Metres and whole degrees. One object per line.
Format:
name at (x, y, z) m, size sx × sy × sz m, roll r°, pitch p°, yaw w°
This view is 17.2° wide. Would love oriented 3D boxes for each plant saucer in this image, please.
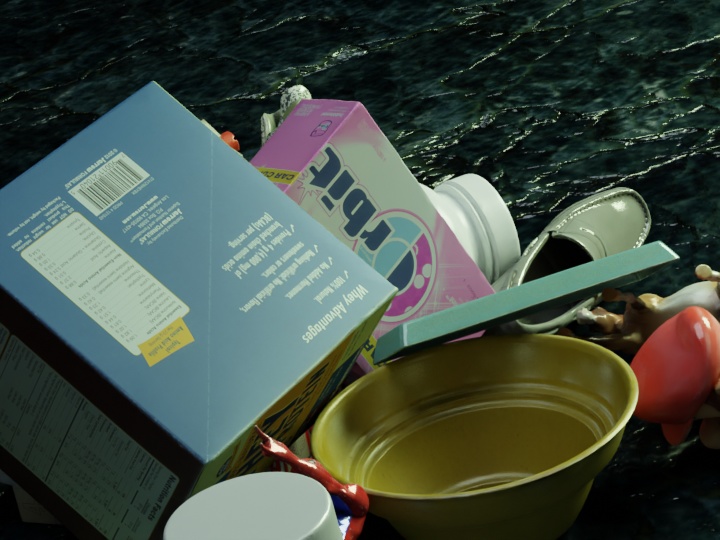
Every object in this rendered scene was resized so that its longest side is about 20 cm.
plant saucer at (0.104, 0.020, 1.514) m, size 0.198 × 0.019 × 0.070 m, roll -18°, pitch -7°, yaw -18°

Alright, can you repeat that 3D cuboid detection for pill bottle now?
pill bottle at (-0.034, 0.204, 1.145) m, size 0.111 × 0.202 × 0.112 m, roll -10°, pitch 25°, yaw 5°
pill bottle at (0.009, 0.005, 1.680) m, size 0.199 × 0.113 × 0.112 m, roll -22°, pitch 26°, yaw -23°

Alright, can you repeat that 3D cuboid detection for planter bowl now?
planter bowl at (0.075, 0.120, 1.428) m, size 0.198 × 0.084 × 0.201 m, roll -11°, pitch 24°, yaw 5°

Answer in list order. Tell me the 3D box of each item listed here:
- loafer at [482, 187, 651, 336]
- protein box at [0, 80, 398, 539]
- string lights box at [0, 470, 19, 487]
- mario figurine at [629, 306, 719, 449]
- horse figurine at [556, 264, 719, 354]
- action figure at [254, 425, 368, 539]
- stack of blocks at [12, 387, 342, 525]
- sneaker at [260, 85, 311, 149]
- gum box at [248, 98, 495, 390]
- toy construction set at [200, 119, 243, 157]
loafer at (0.147, 0.000, 1.662) m, size 0.200 × 0.070 × 0.070 m, roll -43°, pitch 6°, yaw -37°
protein box at (-0.126, 0.035, 1.397) m, size 0.200 × 0.135 × 0.198 m, roll 40°, pitch 46°, yaw 9°
string lights box at (-0.149, 0.069, 1.527) m, size 0.102 × 0.059 × 0.200 m, roll 9°, pitch 32°, yaw 37°
mario figurine at (0.261, 0.077, 1.478) m, size 0.198 × 0.107 × 0.124 m, roll -3°, pitch -14°, yaw -6°
horse figurine at (0.220, 0.024, 1.558) m, size 0.199 × 0.050 × 0.132 m, roll -15°, pitch -13°, yaw 27°
action figure at (-0.030, 0.166, 1.287) m, size 0.065 × 0.099 × 0.201 m, roll -47°, pitch 33°, yaw 24°
stack of blocks at (-0.119, 0.117, 1.557) m, size 0.198 × 0.059 × 0.115 m, roll 1°, pitch 27°, yaw 27°
sneaker at (-0.039, -0.090, 1.729) m, size 0.076 × 0.089 × 0.200 m, roll -19°, pitch 4°, yaw -21°
gum box at (0.000, 0.000, 1.548) m, size 0.066 × 0.200 × 0.114 m, roll 8°, pitch 53°, yaw 52°
toy construction set at (-0.143, -0.018, 1.728) m, size 0.200 × 0.092 × 0.131 m, roll -47°, pitch 31°, yaw -16°
